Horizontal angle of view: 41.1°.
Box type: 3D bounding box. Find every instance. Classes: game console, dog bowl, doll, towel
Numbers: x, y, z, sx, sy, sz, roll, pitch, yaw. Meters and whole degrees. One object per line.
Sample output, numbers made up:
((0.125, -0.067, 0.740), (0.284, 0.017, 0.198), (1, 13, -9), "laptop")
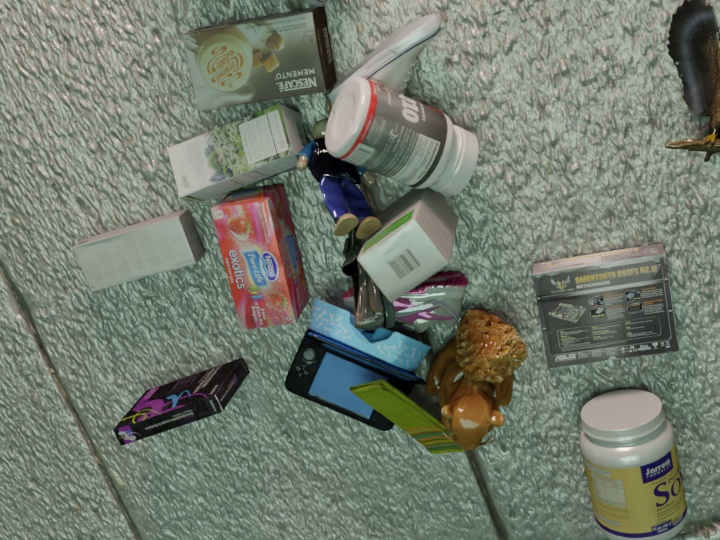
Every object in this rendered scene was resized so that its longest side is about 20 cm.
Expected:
((-0.014, 0.180, 1.523), (0.198, 0.119, 0.172), (23, 114, -3), "game console")
((0.010, 0.102, 1.494), (0.198, 0.111, 0.050), (23, 88, 2), "dog bowl")
((-0.030, -0.138, 1.397), (0.135, 0.202, 0.049), (5, 141, -36), "doll")
((0.076, 0.236, 1.518), (0.200, 0.018, 0.086), (39, 143, -25), "towel")

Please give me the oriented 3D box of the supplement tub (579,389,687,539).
((0.417, 0.301, 1.476), (0.144, 0.146, 0.202), (-11, 109, 15), "supplement tub")

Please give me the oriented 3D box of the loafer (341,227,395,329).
((0.000, 0.000, 1.423), (0.062, 0.201, 0.072), (-11, 143, -8), "loafer")

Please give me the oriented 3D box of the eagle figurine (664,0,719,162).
((0.496, -0.253, 1.280), (0.150, 0.150, 0.203), (10, 81, -35), "eagle figurine")

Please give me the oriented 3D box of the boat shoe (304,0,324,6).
((-0.059, -0.470, 1.319), (0.067, 0.073, 0.202), (0, 102, 26), "boat shoe")

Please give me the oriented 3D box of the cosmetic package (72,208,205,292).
((-0.359, -0.032, 1.555), (0.198, 0.051, 0.083), (-14, 105, 16), "cosmetic package")

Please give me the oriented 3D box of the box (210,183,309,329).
((-0.152, -0.022, 1.492), (0.093, 0.103, 0.202), (-7, 108, 13), "box")

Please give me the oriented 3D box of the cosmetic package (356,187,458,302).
((0.073, -0.046, 1.384), (0.107, 0.200, 0.085), (-35, 103, 19), "cosmetic package")

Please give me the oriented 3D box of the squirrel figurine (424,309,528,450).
((0.172, 0.165, 1.449), (0.140, 0.187, 0.202), (15, 114, 5), "squirrel figurine")

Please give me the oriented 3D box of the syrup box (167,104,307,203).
((-0.182, -0.172, 1.441), (0.198, 0.081, 0.080), (-19, 82, 18), "syrup box")

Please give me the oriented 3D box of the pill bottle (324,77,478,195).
((0.060, -0.184, 1.350), (0.198, 0.114, 0.115), (18, 116, -25), "pill bottle")

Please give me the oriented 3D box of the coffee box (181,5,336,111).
((-0.144, -0.307, 1.393), (0.197, 0.080, 0.116), (-5, 110, 13), "coffee box")

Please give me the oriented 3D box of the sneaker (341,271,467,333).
((0.069, 0.057, 1.488), (0.197, 0.081, 0.089), (-1, 109, 12), "sneaker")

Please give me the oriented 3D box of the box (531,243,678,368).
((0.367, 0.055, 1.446), (0.198, 0.048, 0.160), (-10, 108, 14), "box")

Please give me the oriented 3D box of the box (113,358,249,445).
((-0.293, 0.215, 1.586), (0.198, 0.143, 0.036), (-19, 105, 16), "box")

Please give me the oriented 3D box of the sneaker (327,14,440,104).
((0.045, -0.287, 1.376), (0.199, 0.073, 0.071), (-33, 111, 30), "sneaker")
